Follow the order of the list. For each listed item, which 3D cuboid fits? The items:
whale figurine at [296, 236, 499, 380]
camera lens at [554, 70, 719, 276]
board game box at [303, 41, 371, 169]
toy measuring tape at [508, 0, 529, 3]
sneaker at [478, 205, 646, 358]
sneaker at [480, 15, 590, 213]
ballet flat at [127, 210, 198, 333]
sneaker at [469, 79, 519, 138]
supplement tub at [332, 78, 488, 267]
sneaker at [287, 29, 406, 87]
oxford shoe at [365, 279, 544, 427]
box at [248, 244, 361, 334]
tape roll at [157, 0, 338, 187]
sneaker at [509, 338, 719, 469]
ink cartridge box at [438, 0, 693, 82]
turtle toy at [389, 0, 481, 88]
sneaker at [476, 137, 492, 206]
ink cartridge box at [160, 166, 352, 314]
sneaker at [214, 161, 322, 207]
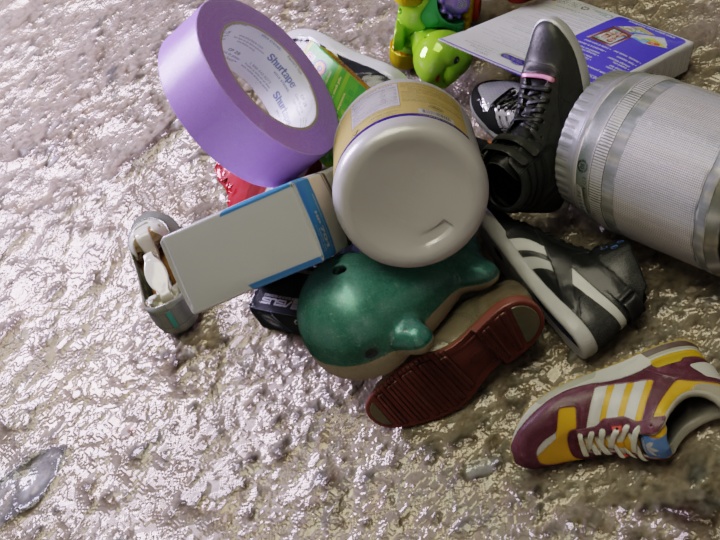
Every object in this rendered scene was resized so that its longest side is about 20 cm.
[{"bbox_3d":[0.030,0.017,1.329,0.200,0.104,0.159,-28,37,1],"label":"whale figurine"},{"bbox_3d":[0.308,-0.095,1.314,0.200,0.160,0.160,27,70,37],"label":"camera lens"},{"bbox_3d":[-0.021,-0.165,1.507,0.200,0.030,0.096,46,109,34],"label":"board game box"},{"bbox_3d":[0.215,-0.346,1.559,0.200,0.074,0.074,-10,47,-15],"label":"toy measuring tape"},{"bbox_3d":[0.208,-0.011,1.363,0.112,0.073,0.200,-33,57,-6],"label":"sneaker"},{"bbox_3d":[0.167,-0.144,1.341,0.071,0.200,0.099,17,24,40],"label":"sneaker"},{"bbox_3d":[-0.231,-0.014,1.566,0.067,0.064,0.200,-28,48,3],"label":"ballet flat"},{"bbox_3d":[0.187,-0.171,1.476,0.076,0.088,0.200,-44,49,-9],"label":"sneaker"},{"bbox_3d":[0.045,-0.102,1.330,0.145,0.146,0.200,-22,20,8],"label":"supplement tub"},{"bbox_3d":[-0.047,-0.211,1.612,0.200,0.073,0.112,25,67,35],"label":"sneaker"},{"bbox_3d":[0.089,0.083,1.351,0.200,0.070,0.075,-33,26,9],"label":"oxford shoe"},{"bbox_3d":[0.000,0.000,1.461,0.200,0.044,0.160,10,61,31],"label":"box"},{"bbox_3d":[-0.116,-0.187,1.443,0.066,0.200,0.200,-37,43,30],"label":"tape roll"},{"bbox_3d":[0.232,0.138,1.232,0.200,0.075,0.090,-29,43,4],"label":"sneaker"},{"bbox_3d":[0.219,-0.232,1.482,0.200,0.043,0.198,-26,42,-35],"label":"ink cartridge box"},{"bbox_3d":[0.088,-0.297,1.597,0.101,0.146,0.200,8,58,4],"label":"turtle toy"},{"bbox_3d":[0.083,-0.118,1.508,0.200,0.070,0.090,13,43,34],"label":"sneaker"},{"bbox_3d":[-0.088,-0.036,1.364,0.146,0.200,0.086,-22,92,16],"label":"ink cartridge box"},{"bbox_3d":[-0.131,-0.069,1.571,0.115,0.078,0.200,4,51,43],"label":"sneaker"}]
